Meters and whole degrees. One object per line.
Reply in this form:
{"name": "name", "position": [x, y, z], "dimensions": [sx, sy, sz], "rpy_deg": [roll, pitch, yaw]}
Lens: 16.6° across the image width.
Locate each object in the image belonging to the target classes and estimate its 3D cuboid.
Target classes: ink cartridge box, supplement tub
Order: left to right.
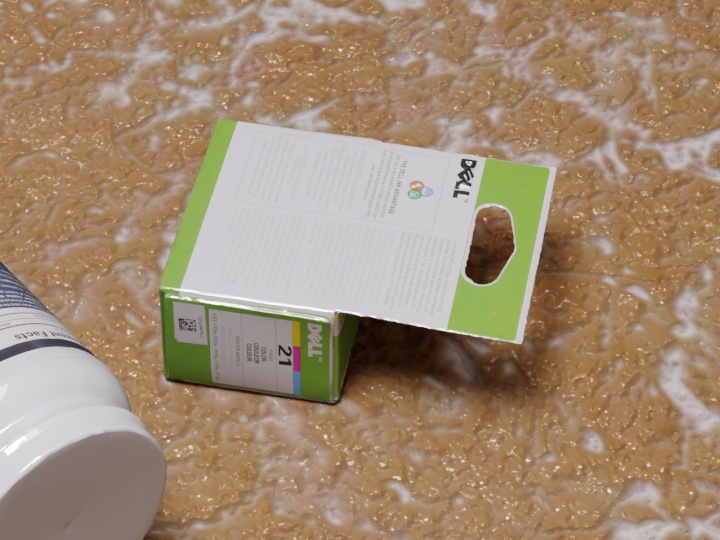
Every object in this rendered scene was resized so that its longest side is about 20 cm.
{"name": "supplement tub", "position": [-0.207, 0.072, 1.274], "dimensions": [0.140, 0.140, 0.200], "rpy_deg": [-30, 53, -26]}
{"name": "ink cartridge box", "position": [0.000, 0.000, 1.392], "dimensions": [0.200, 0.076, 0.148], "rpy_deg": [9, 45, 7]}
